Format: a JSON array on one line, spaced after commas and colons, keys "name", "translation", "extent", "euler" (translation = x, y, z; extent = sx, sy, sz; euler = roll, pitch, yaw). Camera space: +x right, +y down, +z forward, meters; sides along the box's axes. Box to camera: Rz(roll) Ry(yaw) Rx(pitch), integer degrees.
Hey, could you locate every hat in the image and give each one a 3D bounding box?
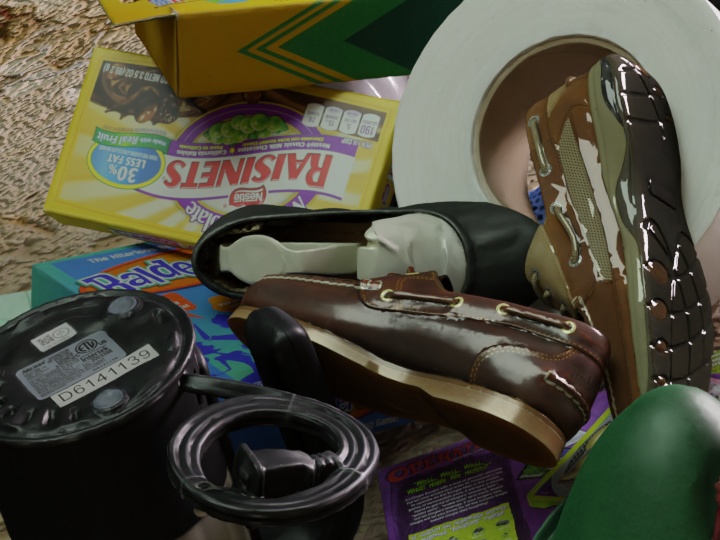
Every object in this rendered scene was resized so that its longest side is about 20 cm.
[{"name": "hat", "translation": [0.125, 0.075, 1.235], "extent": [0.165, 0.177, 0.200], "euler": [17, 55, 38]}]

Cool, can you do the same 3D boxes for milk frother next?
[{"name": "milk frother", "translation": [-0.073, 0.128, 1.314], "extent": [0.179, 0.189, 0.200], "euler": [-18, 32, -3]}]

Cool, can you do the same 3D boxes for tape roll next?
[{"name": "tape roll", "translation": [0.119, -0.061, 1.498], "extent": [0.201, 0.071, 0.204], "euler": [-8, 72, 25]}]

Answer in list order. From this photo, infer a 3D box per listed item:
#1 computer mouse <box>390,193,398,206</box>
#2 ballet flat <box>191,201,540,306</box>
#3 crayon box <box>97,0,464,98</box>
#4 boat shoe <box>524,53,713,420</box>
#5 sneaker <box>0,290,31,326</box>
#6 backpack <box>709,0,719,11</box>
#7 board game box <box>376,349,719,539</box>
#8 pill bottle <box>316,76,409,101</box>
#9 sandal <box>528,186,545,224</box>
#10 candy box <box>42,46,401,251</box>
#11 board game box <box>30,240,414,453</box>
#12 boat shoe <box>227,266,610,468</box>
[{"name": "computer mouse", "translation": [0.011, -0.027, 1.672], "extent": [0.200, 0.034, 0.058], "euler": [-41, 34, -28]}, {"name": "ballet flat", "translation": [0.000, 0.000, 1.463], "extent": [0.199, 0.069, 0.068], "euler": [0, 4, 28]}, {"name": "crayon box", "translation": [-0.050, -0.143, 1.591], "extent": [0.199, 0.051, 0.127], "euler": [-6, 23, -13]}, {"name": "boat shoe", "translation": [0.122, -0.006, 1.405], "extent": [0.074, 0.076, 0.201], "euler": [-19, 60, 27]}, {"name": "sneaker", "translation": [-0.199, 0.069, 1.621], "extent": [0.117, 0.074, 0.201], "euler": [-11, 21, 9]}, {"name": "backpack", "translation": [0.195, -0.245, 1.752], "extent": [0.146, 0.184, 0.200], "euler": [-18, 31, -37]}, {"name": "board game box", "translation": [0.109, 0.105, 1.386], "extent": [0.199, 0.032, 0.120], "euler": [-20, 33, 6]}, {"name": "pill bottle", "translation": [-0.023, -0.100, 1.703], "extent": [0.113, 0.114, 0.200], "euler": [-17, 18, 11]}, {"name": "sandal", "translation": [0.138, -0.053, 1.570], "extent": [0.199, 0.087, 0.080], "euler": [-25, 30, 2]}, {"name": "candy box", "translation": [-0.073, -0.059, 1.579], "extent": [0.199, 0.026, 0.103], "euler": [11, 80, 25]}, {"name": "board game box", "translation": [-0.063, 0.035, 1.534], "extent": [0.151, 0.045, 0.200], "euler": [-13, 26, -34]}, {"name": "boat shoe", "translation": [0.029, 0.035, 1.384], "extent": [0.199, 0.070, 0.071], "euler": [18, 70, 31]}]
